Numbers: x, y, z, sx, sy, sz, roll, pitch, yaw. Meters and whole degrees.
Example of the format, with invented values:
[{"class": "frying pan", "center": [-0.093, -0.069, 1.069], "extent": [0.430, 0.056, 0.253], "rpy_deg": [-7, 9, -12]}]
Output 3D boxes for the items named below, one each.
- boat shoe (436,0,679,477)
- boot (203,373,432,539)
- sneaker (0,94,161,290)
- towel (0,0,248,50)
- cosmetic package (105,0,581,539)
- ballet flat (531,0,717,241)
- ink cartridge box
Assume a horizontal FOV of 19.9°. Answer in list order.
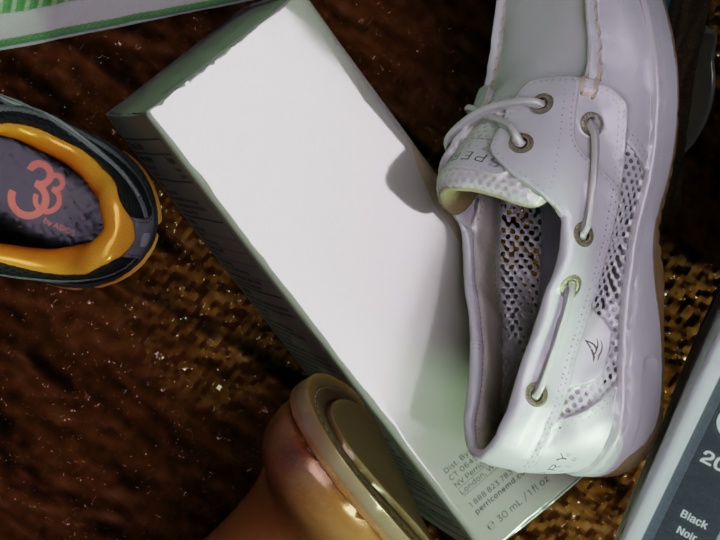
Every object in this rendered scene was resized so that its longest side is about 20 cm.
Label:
[{"class": "boat shoe", "center": [0.060, -0.032, 0.685], "extent": [0.069, 0.071, 0.200], "rpy_deg": [3, 81, -31]}, {"class": "boot", "center": [-0.052, 0.113, 0.715], "extent": [0.155, 0.200, 0.077], "rpy_deg": [-24, 72, -3]}, {"class": "sneaker", "center": [-0.163, -0.043, 0.724], "extent": [0.200, 0.077, 0.078], "rpy_deg": [14, 93, -12]}, {"class": "towel", "center": [-0.081, -0.141, 0.682], "extent": [0.152, 0.200, 0.023], "rpy_deg": [-12, 65, -10]}, {"class": "cosmetic package", "center": [0.000, 0.000, 0.754], "extent": [0.073, 0.104, 0.200], "rpy_deg": [-38, 103, -9]}, {"class": "ballet flat", "center": [0.107, -0.087, 0.764], "extent": [0.072, 0.068, 0.200], "rpy_deg": [-27, 134, -33]}, {"class": "ink cartridge box", "center": [0.152, -0.009, 0.705], "extent": [0.043, 0.198, 0.200], "rpy_deg": [23, 131, 9]}]
